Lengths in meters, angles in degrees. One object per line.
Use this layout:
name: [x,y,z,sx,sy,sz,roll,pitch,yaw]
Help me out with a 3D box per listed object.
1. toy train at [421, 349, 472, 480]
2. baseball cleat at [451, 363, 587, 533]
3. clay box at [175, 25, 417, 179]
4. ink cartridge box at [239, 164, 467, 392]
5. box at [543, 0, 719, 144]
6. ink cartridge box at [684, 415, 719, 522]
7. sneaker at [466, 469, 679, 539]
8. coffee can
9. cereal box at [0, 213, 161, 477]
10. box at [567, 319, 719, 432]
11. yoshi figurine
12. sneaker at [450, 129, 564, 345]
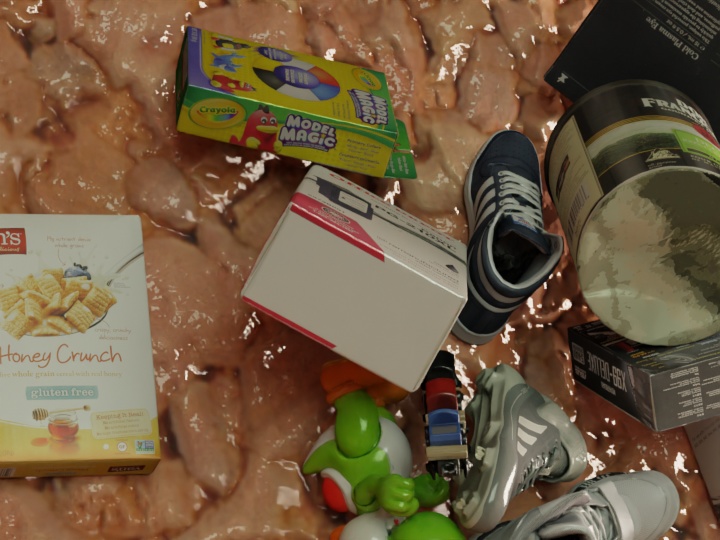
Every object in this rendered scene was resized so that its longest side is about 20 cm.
toy train: [0.063,0.103,1.368,0.034,0.200,0.046,-3,107,1]
baseball cleat: [0.125,0.141,1.393,0.106,0.070,0.200,30,31,-8]
clay box: [-0.048,-0.134,1.488,0.199,0.048,0.115,11,30,-13]
ink cartridge box: [0.000,0.000,1.379,0.144,0.200,0.085,29,101,-3]
box: [0.293,-0.187,1.566,0.200,0.182,0.104,38,35,2]
ink cartridge box: [0.366,0.178,1.483,0.145,0.084,0.201,-9,68,-22]
sneaker: [0.176,0.199,1.388,0.199,0.115,0.075,-18,83,-24]
coffee can: [0.230,-0.049,1.460,0.146,0.147,0.200,17,23,-10]
cereal box: [-0.228,0.053,1.371,0.143,0.040,0.201,0,66,-19]
box: [0.286,0.060,1.456,0.199,0.158,0.050,-14,105,-15]
yoshi figurine: [0.031,0.163,1.369,0.112,0.112,0.201,2,68,-25]
sneaker: [0.125,-0.046,1.497,0.070,0.109,0.201,19,61,-9]
